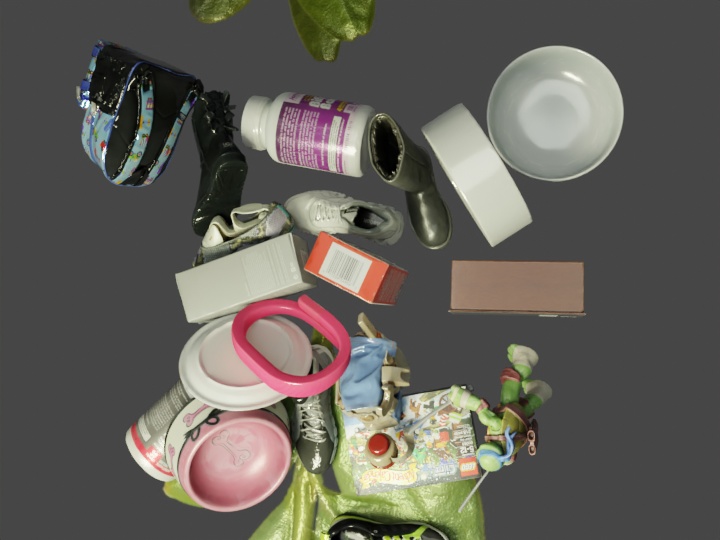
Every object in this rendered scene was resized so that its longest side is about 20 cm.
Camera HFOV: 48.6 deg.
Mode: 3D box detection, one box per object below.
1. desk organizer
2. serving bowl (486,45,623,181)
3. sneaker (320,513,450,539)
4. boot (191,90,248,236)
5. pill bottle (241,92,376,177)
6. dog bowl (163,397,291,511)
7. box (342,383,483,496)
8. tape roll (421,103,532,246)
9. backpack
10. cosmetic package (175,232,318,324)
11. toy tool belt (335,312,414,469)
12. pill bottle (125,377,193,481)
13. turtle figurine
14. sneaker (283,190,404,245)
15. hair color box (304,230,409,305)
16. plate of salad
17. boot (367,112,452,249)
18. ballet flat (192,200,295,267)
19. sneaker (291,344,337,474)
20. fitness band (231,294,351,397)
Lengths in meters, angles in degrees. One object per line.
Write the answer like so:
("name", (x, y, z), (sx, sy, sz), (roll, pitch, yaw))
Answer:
("desk organizer", (0.234, 0.027, 1.195), (0.197, 0.072, 0.078), (1, 84, 11))
("serving bowl", (0.290, -0.229, 1.202), (0.197, 0.066, 0.203), (-1, 87, 10))
("sneaker", (0.037, 0.419, 1.203), (0.197, 0.083, 0.073), (3, 88, 11))
("boot", (-0.240, -0.176, 1.288), (0.072, 0.199, 0.164), (-3, 54, -29))
("pill bottle", (-0.081, -0.218, 1.250), (0.197, 0.112, 0.114), (12, 89, 11))
("dog bowl", (-0.191, 0.274, 1.203), (0.197, 0.074, 0.203), (-10, 118, -20))
("box", (0.079, 0.260, 1.227), (0.197, 0.038, 0.139), (-12, 84, 10))
("tape roll", (0.167, -0.138, 1.152), (0.070, 0.202, 0.204), (-31, 81, 8))
("backpack", (-0.369, -0.244, 1.283), (0.133, 0.182, 0.202), (27, 104, 20))
("cosmetic package", (-0.177, 0.015, 1.259), (0.197, 0.107, 0.092), (-16, 83, 8))
("toy tool belt", (0.015, 0.173, 1.166), (0.123, 0.124, 0.202), (-10, 51, 11))
("pill bottle", (-0.264, 0.227, 1.260), (0.200, 0.111, 0.111), (-44, 80, 6))
("turtle figurine", (0.182, 0.208, 1.147), (0.144, 0.200, 0.194), (42, 53, 4))
("sneaker", (-0.032, -0.088, 1.250), (0.197, 0.081, 0.076), (8, 90, 13))
("hair color box", (0.000, 0.000, 1.176), (0.110, 0.200, 0.065), (26, 91, 11))
("plate of salad", (-0.170, 0.137, 1.189), (0.197, 0.201, 0.049), (10, 130, 11))
("boot", (0.076, -0.124, 1.168), (0.072, 0.200, 0.184), (-21, 83, 9))
("ballet flat", (-0.199, -0.064, 1.269), (0.198, 0.072, 0.073), (-20, 83, 23))
("sneaker", (-0.083, 0.217, 1.222), (0.074, 0.115, 0.203), (-3, 86, 11))
("fitness band", (-0.102, 0.106, 1.165), (0.143, 0.038, 0.199), (-31, 48, -29))
